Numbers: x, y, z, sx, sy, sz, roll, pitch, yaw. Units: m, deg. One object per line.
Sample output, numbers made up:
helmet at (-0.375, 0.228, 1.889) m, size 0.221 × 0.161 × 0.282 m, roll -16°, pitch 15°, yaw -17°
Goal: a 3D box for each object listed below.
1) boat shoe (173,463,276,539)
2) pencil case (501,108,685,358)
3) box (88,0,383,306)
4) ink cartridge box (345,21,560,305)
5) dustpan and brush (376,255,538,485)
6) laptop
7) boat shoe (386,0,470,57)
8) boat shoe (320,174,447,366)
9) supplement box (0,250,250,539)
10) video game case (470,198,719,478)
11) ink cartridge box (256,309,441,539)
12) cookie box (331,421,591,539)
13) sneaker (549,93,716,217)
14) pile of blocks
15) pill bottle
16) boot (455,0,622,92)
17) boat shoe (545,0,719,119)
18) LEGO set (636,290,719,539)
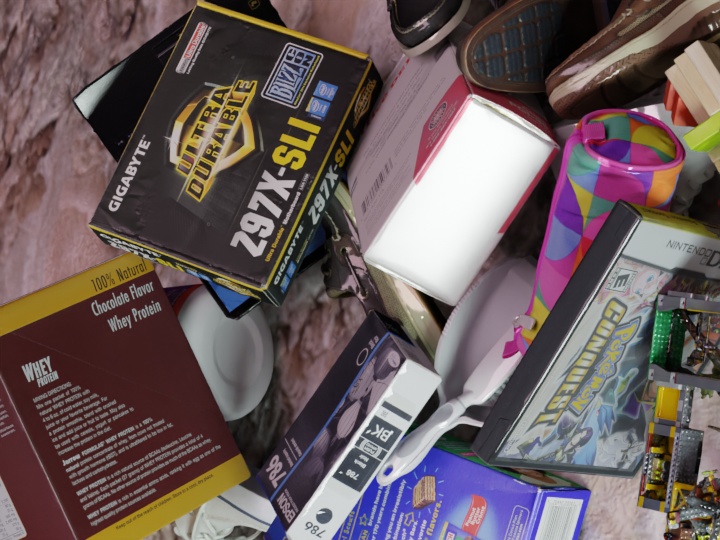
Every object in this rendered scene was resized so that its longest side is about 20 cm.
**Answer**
boat shoe at (-0.126, 0.196, 1.871) m, size 0.201 × 0.074 × 0.087 m, roll 19°, pitch 96°, yaw 40°
pencil case at (0.161, -0.012, 1.587) m, size 0.088 × 0.088 × 0.201 m, roll 39°, pitch 130°, yaw 34°
box at (-0.094, -0.090, 1.750) m, size 0.159 × 0.049 × 0.201 m, roll 20°, pitch 76°, yaw 20°
ink cartridge box at (0.062, -0.088, 1.689) m, size 0.147 × 0.082 × 0.200 m, roll -57°, pitch 17°, yaw 18°
dustpan and brush at (0.089, 0.088, 1.683) m, size 0.200 × 0.057 × 0.139 m, roll -48°, pitch 56°, yaw 1°
laptop at (-0.096, -0.099, 1.818) m, size 0.177 × 0.201 × 0.103 m, roll -36°, pitch 22°, yaw -3°
boat shoe at (0.038, -0.224, 1.732) m, size 0.072 × 0.068 × 0.201 m, roll -35°, pitch 28°, yaw 19°
boat shoe at (0.000, 0.000, 1.766) m, size 0.065 × 0.073 × 0.201 m, roll -35°, pitch 77°, yaw 3°
supplement box at (-0.225, 0.118, 1.752) m, size 0.132 × 0.197 × 0.201 m, roll -25°, pitch 90°, yaw 39°
video game case at (0.183, 0.053, 1.577) m, size 0.025 × 0.180 × 0.201 m, roll 42°, pitch 110°, yaw 36°
ink cartridge box at (-0.021, 0.134, 1.699) m, size 0.201 × 0.039 × 0.099 m, roll -57°, pitch 25°, yaw 9°
cookie box at (0.054, 0.213, 1.726) m, size 0.199 × 0.075 × 0.173 m, roll 19°, pitch 95°, yaw 37°
sneaker at (0.235, -0.069, 1.632) m, size 0.199 × 0.074 × 0.117 m, roll -12°, pitch 97°, yaw 26°
pile of blocks at (0.260, -0.062, 1.546) m, size 0.062 × 0.082 × 0.200 m, roll -35°, pitch 103°, yaw 19°
pill bottle at (-0.176, 0.072, 1.900) m, size 0.199 × 0.112 × 0.113 m, roll -7°, pitch 81°, yaw 37°
boot at (0.115, -0.175, 1.660) m, size 0.096 × 0.199 × 0.075 m, roll 11°, pitch 115°, yaw 43°
boat shoe at (0.211, -0.181, 1.618) m, size 0.201 × 0.075 × 0.075 m, roll -29°, pitch 71°, yaw -5°
LEGO set at (0.269, 0.098, 1.523) m, size 0.116 × 0.153 × 0.202 m, roll 8°, pitch 82°, yaw 55°
